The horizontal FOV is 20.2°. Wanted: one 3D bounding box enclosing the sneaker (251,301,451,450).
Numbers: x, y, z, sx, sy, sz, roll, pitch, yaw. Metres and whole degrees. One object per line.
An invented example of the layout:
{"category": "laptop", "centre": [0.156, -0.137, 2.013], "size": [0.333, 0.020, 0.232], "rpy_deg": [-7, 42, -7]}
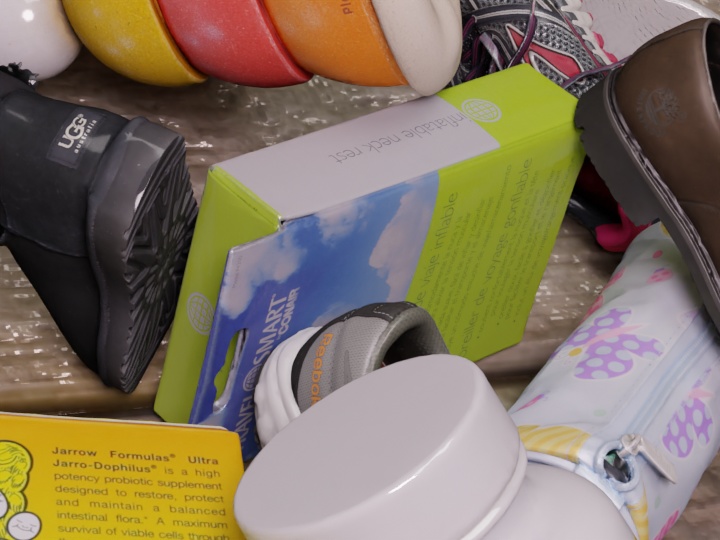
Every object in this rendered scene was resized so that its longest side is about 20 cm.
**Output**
{"category": "sneaker", "centre": [0.033, 0.103, 0.696], "size": [0.074, 0.079, 0.201], "rpy_deg": [-23, 81, -42]}

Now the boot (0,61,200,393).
{"category": "boot", "centre": [-0.161, -0.042, 0.746], "size": [0.199, 0.165, 0.066], "rpy_deg": [23, 61, 7]}

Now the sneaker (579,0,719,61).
{"category": "sneaker", "centre": [0.130, -0.131, 1.048], "size": [0.200, 0.075, 0.088], "rpy_deg": [27, 28, 9]}

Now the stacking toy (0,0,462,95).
{"category": "stacking toy", "centre": [-0.068, -0.121, 0.789], "size": [0.199, 0.146, 0.146], "rpy_deg": [-13, 40, 11]}

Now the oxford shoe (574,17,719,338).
{"category": "oxford shoe", "centre": [0.171, -0.011, 0.775], "size": [0.200, 0.084, 0.073], "rpy_deg": [51, 39, 2]}

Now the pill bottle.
{"category": "pill bottle", "centre": [0.047, 0.128, 0.599], "size": [0.200, 0.111, 0.111], "rpy_deg": [60, 35, -19]}

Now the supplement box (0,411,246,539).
{"category": "supplement box", "centre": [-0.088, 0.150, 0.591], "size": [0.109, 0.109, 0.200], "rpy_deg": [6, 41, -18]}

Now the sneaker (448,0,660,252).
{"category": "sneaker", "centre": [0.084, -0.088, 0.965], "size": [0.200, 0.081, 0.075], "rpy_deg": [40, 45, 21]}

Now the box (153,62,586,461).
{"category": "box", "centre": [0.000, 0.000, 0.791], "size": [0.200, 0.122, 0.048], "rpy_deg": [-21, 49, -41]}

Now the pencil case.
{"category": "pencil case", "centre": [0.108, 0.053, 0.805], "size": [0.083, 0.091, 0.200], "rpy_deg": [31, 39, 12]}
